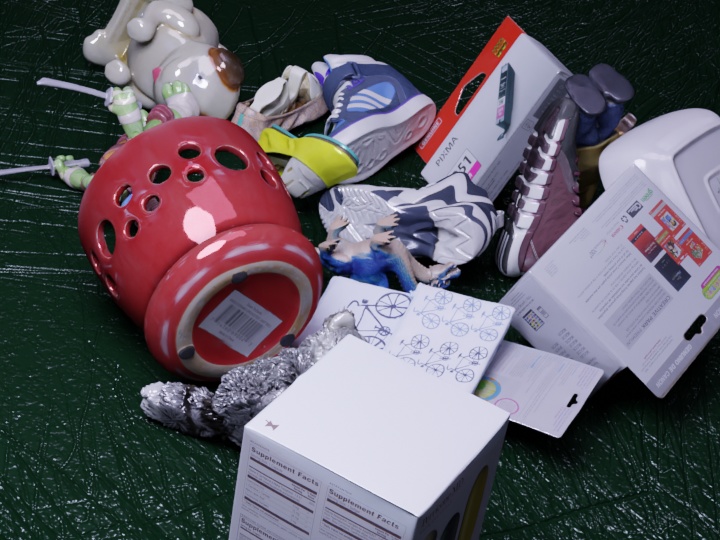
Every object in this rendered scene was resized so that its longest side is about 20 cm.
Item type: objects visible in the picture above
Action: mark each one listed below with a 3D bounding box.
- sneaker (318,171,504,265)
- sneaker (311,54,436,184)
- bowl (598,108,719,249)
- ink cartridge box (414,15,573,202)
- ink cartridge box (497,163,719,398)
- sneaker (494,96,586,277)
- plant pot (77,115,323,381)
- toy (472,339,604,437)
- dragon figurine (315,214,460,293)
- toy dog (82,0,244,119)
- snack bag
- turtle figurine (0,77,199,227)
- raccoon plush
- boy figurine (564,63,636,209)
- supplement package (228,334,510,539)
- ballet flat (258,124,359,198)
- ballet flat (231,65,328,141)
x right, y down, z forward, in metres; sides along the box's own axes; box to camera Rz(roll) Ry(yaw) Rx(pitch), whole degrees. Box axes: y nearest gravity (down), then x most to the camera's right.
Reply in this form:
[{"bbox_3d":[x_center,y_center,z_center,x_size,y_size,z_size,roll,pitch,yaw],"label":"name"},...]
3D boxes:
[{"bbox_3d":[0.064,-0.061,1.744,0.198,0.080,0.129,4,16,30],"label":"sneaker"},{"bbox_3d":[-0.022,-0.185,1.887,0.146,0.081,0.199,36,46,24],"label":"sneaker"},{"bbox_3d":[0.366,-0.075,1.756,0.199,0.074,0.201,-28,94,-42],"label":"bowl"},{"bbox_3d":[0.139,-0.180,1.840,0.043,0.201,0.174,22,21,-39],"label":"ink cartridge box"},{"bbox_3d":[0.264,0.025,1.611,0.176,0.084,0.200,45,55,4],"label":"ink cartridge box"},{"bbox_3d":[0.224,-0.079,1.727,0.115,0.201,0.076,15,18,-10],"label":"sneaker"},{"bbox_3d":[-0.140,-0.015,1.513,0.199,0.202,0.183,-11,44,-30],"label":"plant pot"},{"bbox_3d":[0.117,0.110,1.538,0.199,0.048,0.115,19,38,21],"label":"toy"},{"bbox_3d":[0.000,0.000,1.654,0.198,0.100,0.059,-5,33,12],"label":"dragon figurine"},{"bbox_3d":[-0.214,-0.236,1.901,0.193,0.140,0.200,29,16,-40],"label":"toy dog"},{"bbox_3d":[0.024,0.075,1.528,0.198,0.022,0.189,13,44,22],"label":"snack bag"},{"bbox_3d":[-0.271,-0.151,1.728,0.199,0.145,0.194,23,31,12],"label":"turtle figurine"},{"bbox_3d":[-0.083,0.085,1.441,0.198,0.097,0.134,18,51,12],"label":"raccoon plush"},{"bbox_3d":[0.252,-0.137,1.799,0.124,0.201,0.065,-26,62,-20],"label":"boy figurine"},{"bbox_3d":[0.001,0.191,1.244,0.150,0.201,0.152,25,36,21],"label":"supplement package"},{"bbox_3d":[-0.066,-0.112,1.758,0.067,0.067,0.200,-51,28,-9],"label":"ballet flat"},{"bbox_3d":[-0.087,-0.202,1.922,0.068,0.068,0.200,22,35,18],"label":"ballet flat"}]
